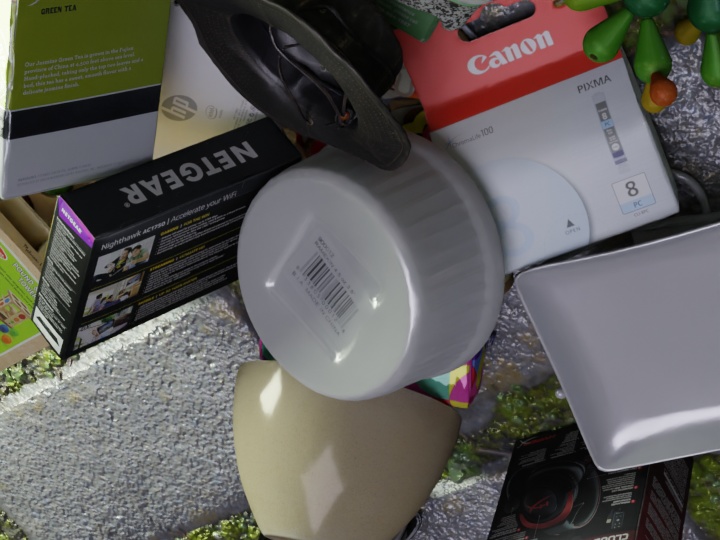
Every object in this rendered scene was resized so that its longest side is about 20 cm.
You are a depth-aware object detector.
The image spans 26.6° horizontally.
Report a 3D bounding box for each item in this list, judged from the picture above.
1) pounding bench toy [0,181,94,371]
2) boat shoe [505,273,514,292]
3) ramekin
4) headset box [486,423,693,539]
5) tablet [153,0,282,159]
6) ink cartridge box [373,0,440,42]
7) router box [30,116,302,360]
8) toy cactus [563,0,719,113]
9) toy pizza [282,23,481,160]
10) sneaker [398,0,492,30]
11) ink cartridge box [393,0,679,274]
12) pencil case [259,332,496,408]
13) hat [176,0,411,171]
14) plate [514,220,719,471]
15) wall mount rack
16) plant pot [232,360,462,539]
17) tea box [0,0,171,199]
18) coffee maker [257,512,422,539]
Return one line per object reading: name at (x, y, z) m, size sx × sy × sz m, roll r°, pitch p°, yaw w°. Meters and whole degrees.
pounding bench toy at (-0.305, -0.050, 1.282) m, size 0.124 × 0.156 × 0.200 m, roll -26°, pitch 114°, yaw 32°
boat shoe at (0.026, -0.009, 1.254) m, size 0.198 × 0.073 × 0.063 m, roll -4°, pitch 116°, yaw 15°
ramekin at (0.000, 0.000, 1.145) m, size 0.199 × 0.097 × 0.202 m, roll 16°, pitch 116°, yaw 36°
headset box at (0.189, 0.216, 1.272) m, size 0.148 × 0.200 × 0.075 m, roll -20°, pitch 116°, yaw 29°
tablet at (-0.121, -0.128, 1.186) m, size 0.129 × 0.014 × 0.201 m, roll 6°, pitch 139°, yaw -15°
ink cartridge box at (0.036, -0.283, 1.037) m, size 0.145 × 0.088 × 0.200 m, roll 29°, pitch 131°, yaw -3°
router box at (-0.150, -0.026, 1.177) m, size 0.051 × 0.199 × 0.150 m, roll 49°, pitch 140°, yaw 20°
toy cactus at (0.208, -0.205, 1.028) m, size 0.200 × 0.102 × 0.165 m, roll 38°, pitch 112°, yaw -15°
toy pizza at (0.016, -0.128, 1.192) m, size 0.198 × 0.032 × 0.201 m, roll 10°, pitch 127°, yaw 13°
sneaker at (0.002, -0.216, 1.005) m, size 0.199 × 0.077 × 0.089 m, roll 31°, pitch 147°, yaw 1°
ink cartridge box at (0.128, -0.109, 1.123) m, size 0.159 × 0.047 × 0.201 m, roll -20°, pitch 109°, yaw 18°
pencil case at (0.015, 0.060, 1.296) m, size 0.198 × 0.089 × 0.089 m, roll 7°, pitch 127°, yaw 14°
hat at (-0.030, -0.160, 1.044) m, size 0.200 × 0.081 × 0.201 m, roll 34°, pitch 167°, yaw 9°
plate at (0.242, 0.054, 1.155) m, size 0.198 × 0.032 × 0.201 m, roll -14°, pitch 118°, yaw 26°
wall mount rack at (0.226, 0.025, 1.200) m, size 0.172 × 0.075 × 0.201 m, roll -8°, pitch 121°, yaw 26°
plant pot at (-0.024, 0.170, 1.297) m, size 0.199 × 0.136 × 0.200 m, roll 13°, pitch 166°, yaw 3°
tea box at (-0.247, -0.191, 1.102) m, size 0.200 × 0.133 × 0.198 m, roll 36°, pitch 127°, yaw 37°
coffee maker at (-0.058, 0.269, 1.398) m, size 0.191 × 0.200 × 0.135 m, roll 23°, pitch 128°, yaw 2°
